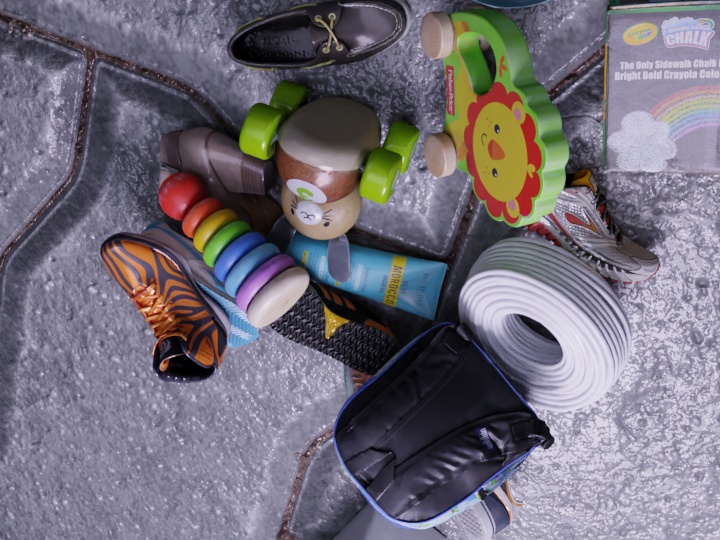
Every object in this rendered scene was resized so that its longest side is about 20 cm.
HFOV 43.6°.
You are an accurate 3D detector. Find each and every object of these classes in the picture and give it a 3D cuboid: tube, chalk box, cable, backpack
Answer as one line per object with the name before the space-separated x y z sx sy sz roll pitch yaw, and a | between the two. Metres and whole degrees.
tube | 0.000 0.000 1.075 0.199 0.050 0.078 15 125 5
chalk box | 0.295 -0.204 0.851 0.124 0.124 0.201 3 113 17
cable | 0.196 0.062 0.987 0.200 0.069 0.200 44 148 3
backpack | 0.078 0.186 1.009 0.200 0.147 0.183 -36 74 -9

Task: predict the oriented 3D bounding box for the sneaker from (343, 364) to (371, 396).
sneaker | 0.019 0.193 1.135 0.080 0.071 0.201 -23 87 62

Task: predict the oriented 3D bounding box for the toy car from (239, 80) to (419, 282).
toy car | -0.047 -0.080 0.994 0.163 0.158 0.201 21 122 6

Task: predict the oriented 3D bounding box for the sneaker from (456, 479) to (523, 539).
sneaker | 0.127 0.230 1.123 0.201 0.079 0.078 61 153 11

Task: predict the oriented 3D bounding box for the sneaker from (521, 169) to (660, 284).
sneaker | 0.236 -0.057 0.958 0.199 0.078 0.082 33 113 -2

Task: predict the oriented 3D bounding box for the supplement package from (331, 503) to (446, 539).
supplement package | 0.005 0.418 1.214 0.117 0.117 0.200 38 119 -2

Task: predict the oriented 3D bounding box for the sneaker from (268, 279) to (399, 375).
sneaker | -0.045 0.056 1.083 0.199 0.090 0.070 31 99 -2

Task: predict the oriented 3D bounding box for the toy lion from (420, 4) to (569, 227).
toy lion | 0.134 -0.151 0.887 0.068 0.192 0.201 -14 114 -23

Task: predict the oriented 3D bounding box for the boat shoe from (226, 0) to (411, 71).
boat shoe | -0.046 -0.250 0.966 0.200 0.061 0.072 -6 111 19

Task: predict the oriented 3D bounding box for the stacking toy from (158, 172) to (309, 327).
stacking toy | -0.150 -0.035 1.009 0.200 0.085 0.085 47 119 12

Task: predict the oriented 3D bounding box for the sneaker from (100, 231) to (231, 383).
sneaker | -0.223 0.050 1.029 0.077 0.112 0.200 -31 120 24

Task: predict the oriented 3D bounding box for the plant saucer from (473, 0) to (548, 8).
plant saucer | 0.151 -0.361 0.878 0.199 0.027 0.202 7 115 15

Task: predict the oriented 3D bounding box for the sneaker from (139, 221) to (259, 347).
sneaker | -0.198 0.018 1.127 0.076 0.081 0.200 -31 121 24

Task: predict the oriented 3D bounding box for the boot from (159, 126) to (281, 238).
boot | -0.172 -0.075 1.086 0.145 0.070 0.201 13 118 19
